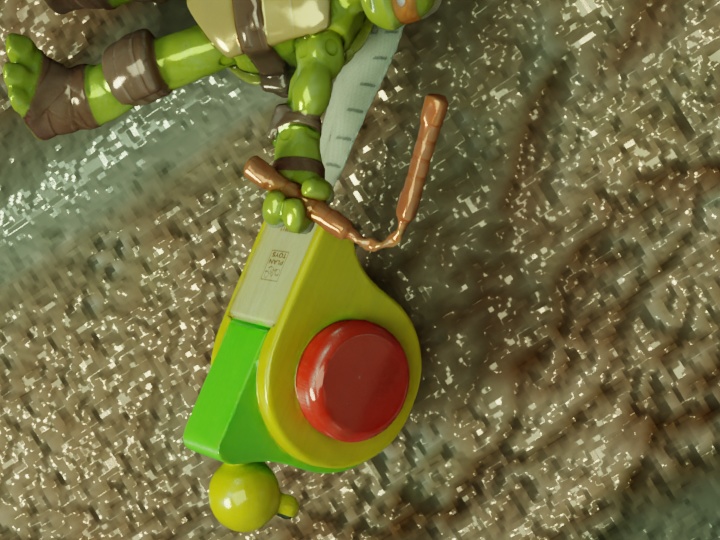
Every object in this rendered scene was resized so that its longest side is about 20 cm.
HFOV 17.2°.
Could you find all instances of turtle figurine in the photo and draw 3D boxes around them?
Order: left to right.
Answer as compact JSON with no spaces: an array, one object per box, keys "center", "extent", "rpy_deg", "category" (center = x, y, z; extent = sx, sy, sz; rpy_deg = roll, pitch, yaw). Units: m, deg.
[{"center":[-0.038,-0.101,0.819],"extent":[0.161,0.064,0.201],"rpy_deg":[-3,81,20],"category":"turtle figurine"}]

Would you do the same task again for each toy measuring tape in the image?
[{"center":[0.000,0.000,0.834],"extent":[0.073,0.074,0.201],"rpy_deg":[21,83,9],"category":"toy measuring tape"}]
